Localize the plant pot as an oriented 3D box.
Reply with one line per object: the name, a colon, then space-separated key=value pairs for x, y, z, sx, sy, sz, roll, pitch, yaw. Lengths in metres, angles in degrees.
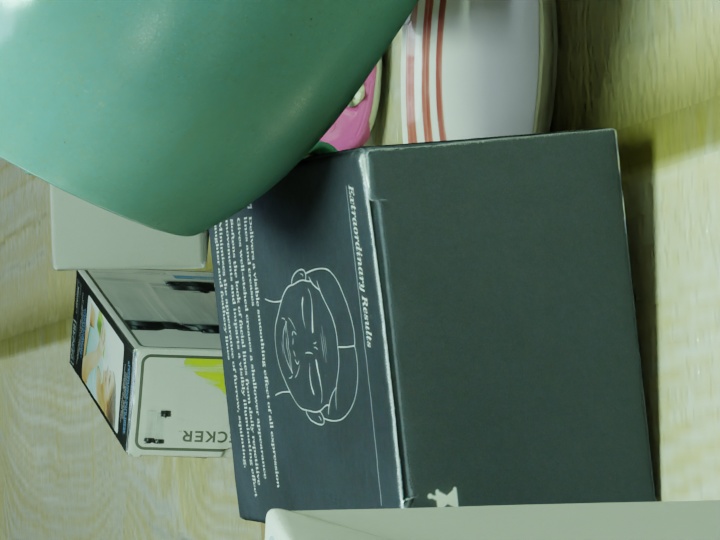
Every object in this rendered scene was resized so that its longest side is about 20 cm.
plant pot: x=-0.081 y=-0.110 z=1.131 sx=0.161 sy=0.200 sz=0.201 roll=-63 pitch=19 yaw=5

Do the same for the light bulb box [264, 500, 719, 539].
light bulb box: x=0.073 y=0.181 z=0.885 sx=0.125 sy=0.198 sz=0.200 roll=-129 pitch=41 yaw=-70

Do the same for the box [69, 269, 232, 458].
box: x=-0.089 y=0.050 z=1.658 sx=0.200 sy=0.116 sz=0.060 roll=-135 pitch=50 yaw=-71

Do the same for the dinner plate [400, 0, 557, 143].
dinner plate: x=0.054 y=-0.093 z=1.296 sx=0.200 sy=0.024 sz=0.200 roll=179 pitch=90 yaw=-75

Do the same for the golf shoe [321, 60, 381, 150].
golf shoe: x=-0.022 y=-0.156 z=1.525 sx=0.092 sy=0.075 sz=0.200 roll=-9 pitch=-93 yaw=-69

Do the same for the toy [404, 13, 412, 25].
toy: x=0.014 y=-0.207 z=1.326 sx=0.115 sy=0.047 sz=0.200 roll=-174 pitch=95 yaw=-76

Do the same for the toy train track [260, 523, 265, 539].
toy train track: x=-0.030 y=0.230 z=1.605 sx=0.115 sy=0.032 sz=0.200 roll=-151 pitch=56 yaw=-65

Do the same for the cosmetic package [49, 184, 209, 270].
cosmetic package: x=-0.120 y=-0.107 z=1.548 sx=0.107 sy=0.090 sz=0.200 roll=-94 pitch=1 yaw=-70

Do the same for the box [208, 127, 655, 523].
box: x=0.022 y=0.026 z=1.195 sx=0.200 sy=0.107 sz=0.149 roll=177 pitch=87 yaw=-70

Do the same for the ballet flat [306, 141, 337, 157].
ballet flat: x=0.000 y=0.000 z=1.404 sx=0.070 sy=0.067 sz=0.200 roll=-46 pitch=40 yaw=11
